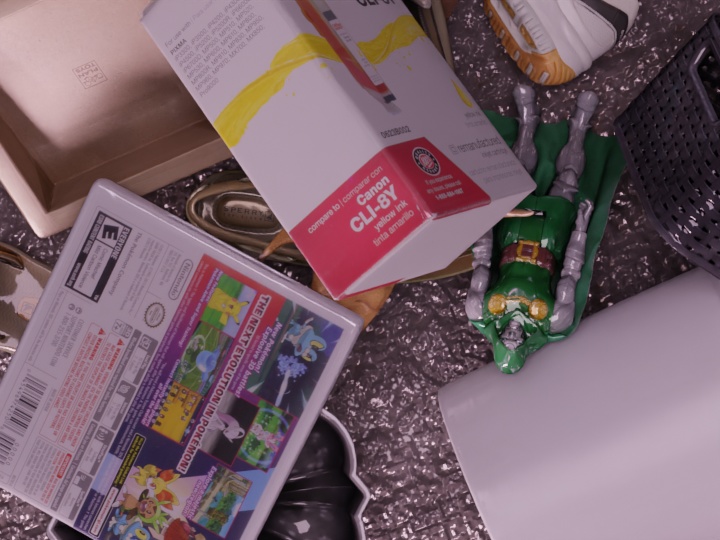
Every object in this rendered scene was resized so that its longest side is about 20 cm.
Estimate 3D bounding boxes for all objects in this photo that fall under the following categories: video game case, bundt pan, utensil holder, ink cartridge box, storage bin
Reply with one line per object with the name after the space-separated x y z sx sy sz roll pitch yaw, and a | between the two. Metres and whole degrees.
-0.119 0.074 1.596 0.182 0.023 0.201 28 103 5 | video game case
-0.092 0.147 1.664 0.201 0.076 0.203 0 92 2 | bundt pan
0.168 0.104 1.607 0.199 0.170 0.171 -25 91 6 | utensil holder
-0.012 -0.095 1.503 0.083 0.145 0.200 -41 79 27 | ink cartridge box
0.259 -0.044 1.564 0.200 0.135 0.094 30 116 -27 | storage bin

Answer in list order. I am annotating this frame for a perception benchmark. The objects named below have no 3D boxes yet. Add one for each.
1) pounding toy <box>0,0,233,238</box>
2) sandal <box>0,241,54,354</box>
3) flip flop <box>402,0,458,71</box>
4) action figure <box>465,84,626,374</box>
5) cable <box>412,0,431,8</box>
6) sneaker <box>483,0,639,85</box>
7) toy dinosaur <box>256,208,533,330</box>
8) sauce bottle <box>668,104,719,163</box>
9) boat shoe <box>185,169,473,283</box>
-0.157 -0.165 1.604 0.183 0.142 0.200 -22 120 16 | pounding toy
-0.248 0.016 1.678 0.199 0.054 0.081 16 92 2 | sandal
0.033 -0.174 1.646 0.081 0.058 0.201 7 118 34 | flip flop
0.105 -0.022 1.610 0.117 0.055 0.201 4 55 10 | action figure
-0.040 -0.214 1.617 0.050 0.097 0.200 -34 75 -32 | cable
0.098 -0.216 1.656 0.087 0.076 0.201 -32 92 -14 | sneaker
0.000 0.000 1.607 0.106 0.060 0.200 41 100 -3 | toy dinosaur
0.280 -0.110 1.645 0.199 0.066 0.066 -27 90 3 | sauce bottle
-0.008 -0.031 1.661 0.199 0.063 0.074 7 92 2 | boat shoe
